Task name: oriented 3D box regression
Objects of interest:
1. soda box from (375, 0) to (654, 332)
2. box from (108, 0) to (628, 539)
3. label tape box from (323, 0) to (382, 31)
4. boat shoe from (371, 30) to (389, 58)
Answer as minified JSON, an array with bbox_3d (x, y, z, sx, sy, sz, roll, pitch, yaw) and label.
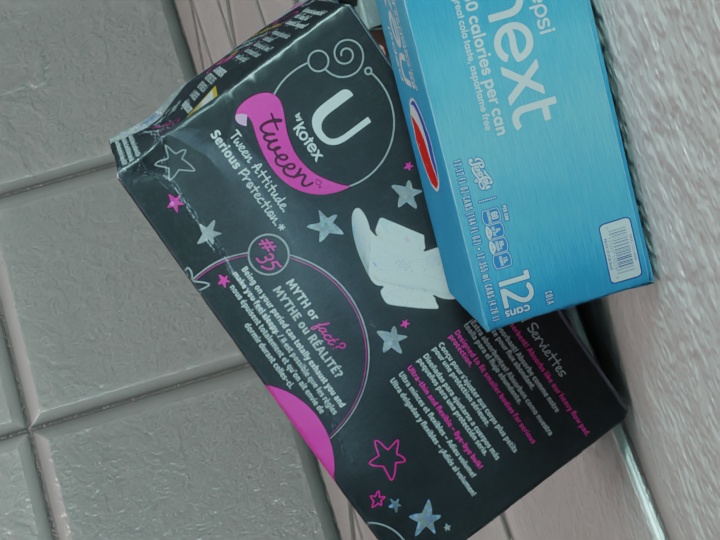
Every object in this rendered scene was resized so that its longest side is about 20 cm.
[{"bbox_3d":[0.042,-0.087,0.695,0.068,0.064,0.202,-128,23,-76],"label":"soda box"},{"bbox_3d":[0.000,0.000,0.826,0.201,0.114,0.132,55,178,-12],"label":"box"},{"bbox_3d":[-0.006,-0.208,0.837,0.144,0.063,0.202,-133,28,-76],"label":"label tape box"},{"bbox_3d":[-0.017,-0.180,1.029,0.072,0.059,0.202,113,141,-81],"label":"boat shoe"}]
